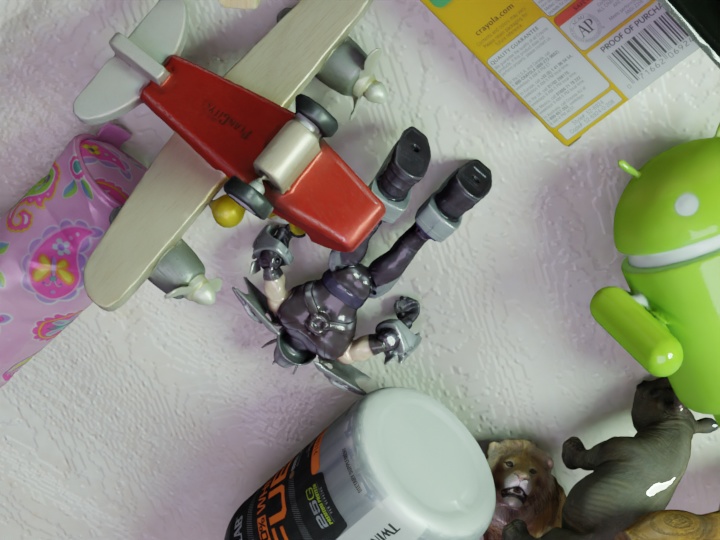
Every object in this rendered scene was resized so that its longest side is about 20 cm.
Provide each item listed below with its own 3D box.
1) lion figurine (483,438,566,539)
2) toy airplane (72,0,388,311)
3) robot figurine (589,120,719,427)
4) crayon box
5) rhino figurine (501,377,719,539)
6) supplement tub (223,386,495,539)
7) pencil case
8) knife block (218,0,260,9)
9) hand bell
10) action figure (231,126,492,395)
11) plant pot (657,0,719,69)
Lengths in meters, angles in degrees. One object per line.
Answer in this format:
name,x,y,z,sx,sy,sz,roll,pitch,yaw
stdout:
lion figurine,0.162,0.201,1.159,0.199,0.123,0.072,22,158,-19
toy airplane,-0.077,-0.077,1.023,0.199,0.200,0.141,-14,149,19
robot figurine,0.228,0.008,1.027,0.175,0.116,0.201,-26,100,-12
crayon box,0.104,-0.185,0.979,0.200,0.052,0.126,42,123,-19
rhino figurine,0.170,0.138,1.082,0.060,0.200,0.087,49,154,-23
supplement tub,-0.012,0.179,1.136,0.122,0.123,0.200,39,124,-10
pencil case,-0.214,-0.006,1.115,0.087,0.088,0.200,42,113,-11
knife block,-0.071,-0.277,0.951,0.175,0.064,0.200,-37,105,21
hand bell,0.229,0.160,1.050,0.104,0.199,0.105,-1,89,46
action figure,0.000,0.000,1.094,0.130,0.070,0.200,33,119,-15
plant pot,0.223,-0.229,0.881,0.199,0.178,0.200,43,107,-16
